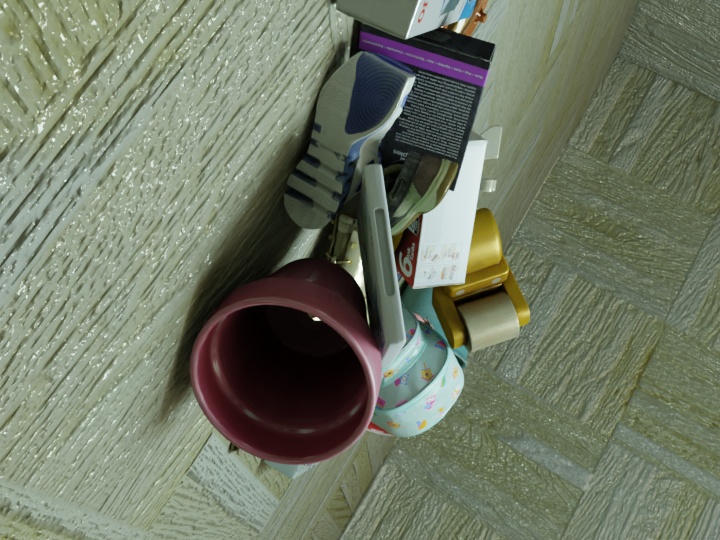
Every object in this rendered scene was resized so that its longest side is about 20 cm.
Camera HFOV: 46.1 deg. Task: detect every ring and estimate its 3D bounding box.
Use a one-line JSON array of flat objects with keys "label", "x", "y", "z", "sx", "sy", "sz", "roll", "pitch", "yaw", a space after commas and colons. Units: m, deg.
[{"label": "ring", "x": 0.145, "y": -0.352, "z": 1.082, "sx": 0.202, "sy": 0.019, "sz": 0.201, "roll": -57, "pitch": 165, "yaw": -23}]

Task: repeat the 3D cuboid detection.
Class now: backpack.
[{"label": "backpack", "x": 0.051, "y": 0.146, "z": 1.290, "sx": 0.175, "sy": 0.199, "sz": 0.154, "roll": -41, "pitch": 140, "yaw": -18}]

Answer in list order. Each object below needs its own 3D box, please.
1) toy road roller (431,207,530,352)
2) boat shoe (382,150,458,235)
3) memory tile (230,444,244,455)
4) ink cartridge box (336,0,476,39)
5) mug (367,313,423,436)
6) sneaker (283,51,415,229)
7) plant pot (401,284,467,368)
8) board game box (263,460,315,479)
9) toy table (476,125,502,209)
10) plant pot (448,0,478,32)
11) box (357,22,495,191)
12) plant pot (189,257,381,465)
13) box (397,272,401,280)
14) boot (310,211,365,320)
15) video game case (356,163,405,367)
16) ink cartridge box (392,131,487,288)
[{"label": "toy road roller", "x": 0.163, "y": 0.002, "z": 1.238, "sx": 0.121, "sy": 0.202, "sz": 0.147, "roll": -17, "pitch": 153, "yaw": -7}, {"label": "boat shoe", "x": 0.049, "y": -0.095, "z": 0.965, "sx": 0.074, "sy": 0.064, "sz": 0.200, "roll": -60, "pitch": -171, "yaw": -20}, {"label": "memory tile", "x": -0.121, "y": 0.171, "z": 1.251, "sx": 0.200, "sy": 0.017, "sz": 0.155, "roll": -44, "pitch": 158, "yaw": -53}, {"label": "ink cartridge box", "x": 0.069, "y": -0.322, "z": 0.833, "sx": 0.200, "sy": 0.085, "sz": 0.148, "roll": -43, "pitch": 157, "yaw": -57}, {"label": "mug", "x": 0.037, "y": 0.182, "z": 1.557, "sx": 0.133, "sy": 0.176, "sz": 0.202, "roll": -41, "pitch": -150, "yaw": 56}, {"label": "sneaker", "x": -0.009, "y": -0.146, "z": 0.931, "sx": 0.201, "sy": 0.080, "sz": 0.115, "roll": -60, "pitch": 172, "yaw": 22}, {"label": "plant pot", "x": 0.167, "y": 0.076, "z": 1.790, "sx": 0.201, "sy": 0.198, "sz": 0.198, "roll": 74, "pitch": 40, "yaw": -71}, {"label": "board game box", "x": -0.083, "y": 0.274, "z": 1.493, "sx": 0.149, "sy": 0.064, "sz": 0.200, "roll": -63, "pitch": 168, "yaw": 1}, {"label": "toy table", "x": 0.159, "y": -0.145, "z": 1.359, "sx": 0.200, "sy": 0.115, "sz": 0.187, "roll": -57, "pitch": 154, "yaw": -69}, {"label": "plant pot", "x": 0.110, "y": -0.319, "z": 1.113, "sx": 0.201, "sy": 0.027, "sz": 0.201, "roll": -57, "pitch": 166, "yaw": -23}, {"label": "box", "x": 0.060, "y": -0.184, "z": 0.943, "sx": 0.201, "sy": 0.141, "sz": 0.036, "roll": 101, "pitch": 10, "yaw": -53}, {"label": "plant pot", "x": -0.068, "y": 0.081, "z": 0.939, "sx": 0.180, "sy": 0.197, "sz": 0.202, "roll": -70, "pitch": -178, "yaw": -64}, {"label": "box", "x": 0.031, "y": -0.002, "z": 1.407, "sx": 0.202, "sy": 0.049, "sz": 0.199, "roll": -59, "pitch": 167, "yaw": -16}, {"label": "boot", "x": -0.038, "y": 0.004, "z": 1.108, "sx": 0.198, "sy": 0.072, "sz": 0.158, "roll": -11, "pitch": 118, "yaw": -45}, {"label": "video game case", "x": 0.019, "y": 0.004, "z": 0.928, "sx": 0.200, "sy": 0.022, "sz": 0.185, "roll": 99, "pitch": -16, "yaw": -77}, {"label": "ink cartridge box", "x": 0.082, "y": -0.107, "z": 1.145, "sx": 0.083, "sy": 0.176, "sz": 0.203, "roll": -5, "pitch": 118, "yaw": -21}]
